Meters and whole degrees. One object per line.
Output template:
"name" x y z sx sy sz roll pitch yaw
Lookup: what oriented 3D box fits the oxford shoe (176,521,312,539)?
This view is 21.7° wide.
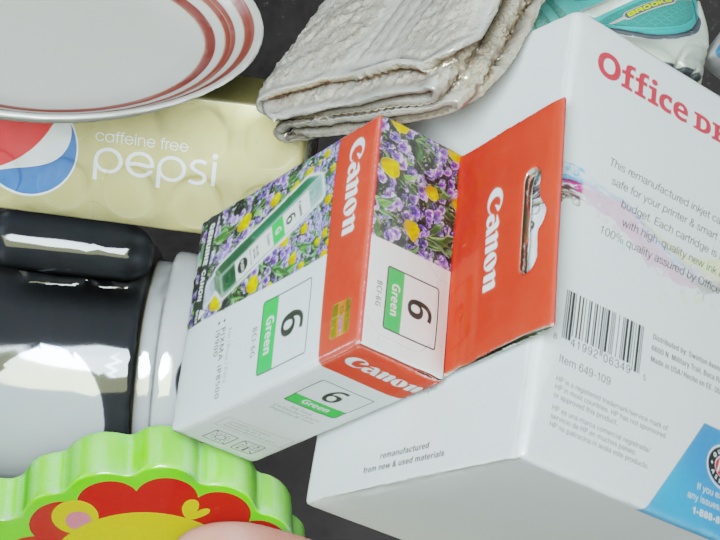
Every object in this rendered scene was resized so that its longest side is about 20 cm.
"oxford shoe" 0.007 0.174 0.846 0.199 0.074 0.071 12 127 -15

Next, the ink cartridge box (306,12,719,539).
"ink cartridge box" 0.088 0.020 0.837 0.146 0.146 0.201 25 63 -31

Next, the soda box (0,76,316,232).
"soda box" -0.122 -0.064 0.921 0.198 0.064 0.068 8 107 2

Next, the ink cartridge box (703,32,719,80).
"ink cartridge box" 0.284 -0.090 0.893 0.200 0.129 0.125 39 93 0

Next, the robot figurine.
"robot figurine" -0.145 0.046 0.908 0.198 0.150 0.126 6 80 0

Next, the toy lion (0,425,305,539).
"toy lion" -0.132 0.145 0.884 0.199 0.069 0.192 14 127 -15

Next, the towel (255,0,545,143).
"towel" 0.040 -0.140 0.860 0.035 0.132 0.201 51 53 -29

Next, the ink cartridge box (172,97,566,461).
"ink cartridge box" 0.000 0.000 0.793 0.050 0.200 0.110 24 57 -31

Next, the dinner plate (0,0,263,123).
"dinner plate" -0.145 -0.113 0.882 0.199 0.201 0.024 7 124 1

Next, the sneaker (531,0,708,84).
"sneaker" 0.071 -0.115 0.936 0.198 0.078 0.080 -1 65 4
